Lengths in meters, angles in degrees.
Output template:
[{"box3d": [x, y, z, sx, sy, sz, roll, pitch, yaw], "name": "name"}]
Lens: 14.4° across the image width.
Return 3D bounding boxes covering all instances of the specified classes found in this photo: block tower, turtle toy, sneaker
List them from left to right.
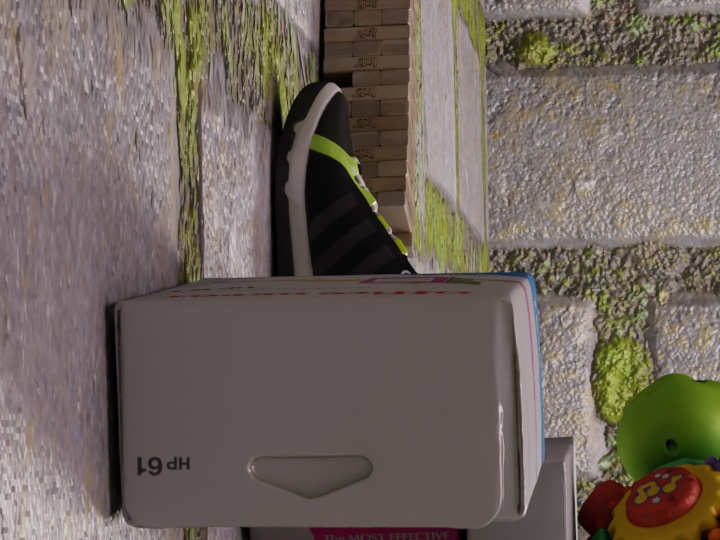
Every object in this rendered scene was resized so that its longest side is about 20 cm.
[{"box3d": [0.000, 0.000, 1.462, 0.072, 0.083, 0.200, 72, 18, -73], "name": "sneaker"}, {"box3d": [0.005, -0.108, 1.694, 0.058, 0.054, 0.200, 73, 16, -67], "name": "block tower"}, {"box3d": [0.165, 0.131, 1.399, 0.200, 0.146, 0.101, -83, 149, -58], "name": "turtle toy"}]

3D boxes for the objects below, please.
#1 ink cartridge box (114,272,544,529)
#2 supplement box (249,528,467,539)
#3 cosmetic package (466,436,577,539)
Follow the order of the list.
[{"box3d": [-0.006, 0.045, 1.081, 0.200, 0.144, 0.085, -33, 122, -84], "name": "ink cartridge box"}, {"box3d": [0.004, 0.133, 1.379, 0.103, 0.101, 0.200, -83, 170, -53], "name": "supplement box"}, {"box3d": [0.082, 0.162, 1.386, 0.200, 0.052, 0.151, 8, 79, -84], "name": "cosmetic package"}]
